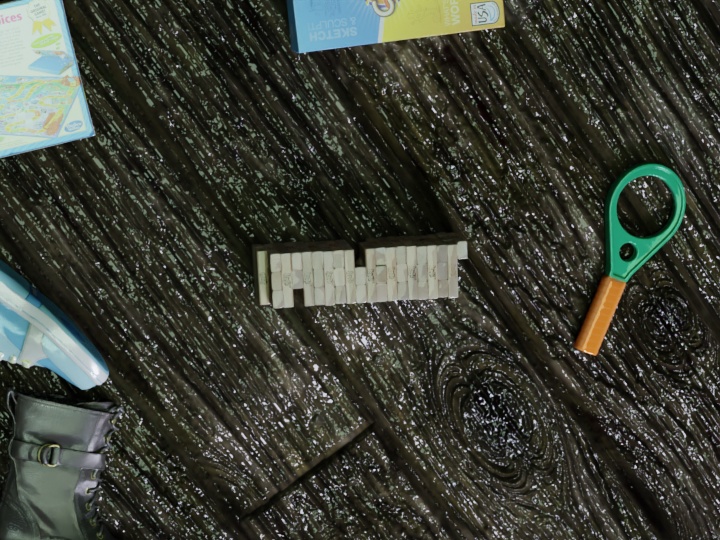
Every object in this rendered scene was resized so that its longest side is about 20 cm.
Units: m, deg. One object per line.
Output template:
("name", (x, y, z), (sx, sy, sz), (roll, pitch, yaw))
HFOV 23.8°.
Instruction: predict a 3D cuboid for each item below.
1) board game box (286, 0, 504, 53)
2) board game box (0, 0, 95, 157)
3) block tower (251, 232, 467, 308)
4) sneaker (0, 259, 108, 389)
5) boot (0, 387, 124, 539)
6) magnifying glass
("board game box", (0.028, -0.289, 1.576), (0.199, 0.040, 0.153), (-9, 103, -10))
("board game box", (-0.351, -0.164, 1.525), (0.199, 0.034, 0.135), (-14, 104, -9))
("block tower", (0.000, 0.000, 1.623), (0.199, 0.054, 0.058), (-5, 103, -10))
("sneaker", (-0.338, 0.070, 1.555), (0.200, 0.080, 0.131), (41, 89, -7))
("boot", (-0.256, 0.207, 1.607), (0.200, 0.069, 0.175), (18, 89, -22))
("magnifying glass", (0.261, -0.012, 1.695), (0.079, 0.022, 0.200), (20, 95, -15))
